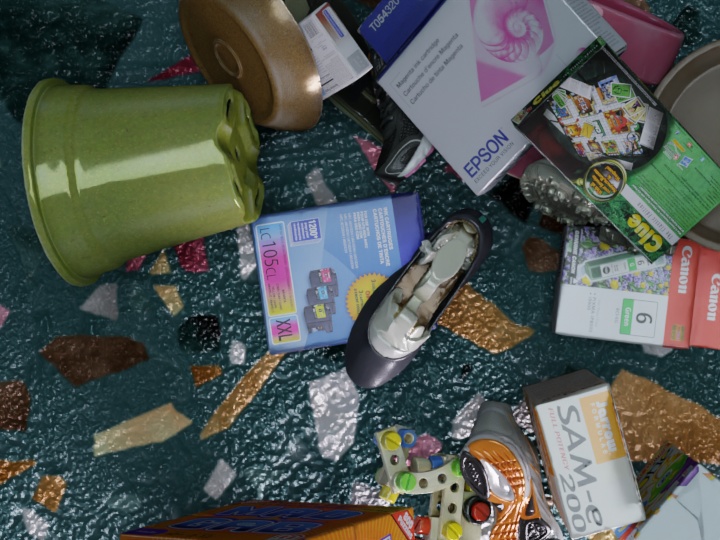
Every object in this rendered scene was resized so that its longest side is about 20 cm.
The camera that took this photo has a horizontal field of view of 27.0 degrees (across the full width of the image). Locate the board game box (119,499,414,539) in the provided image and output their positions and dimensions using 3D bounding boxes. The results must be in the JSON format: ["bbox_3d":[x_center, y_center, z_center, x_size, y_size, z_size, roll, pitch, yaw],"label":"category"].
[{"bbox_3d":[-0.079,0.330,1.387,0.198,0.199,0.202,-4,90,35],"label":"board game box"}]

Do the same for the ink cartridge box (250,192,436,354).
[{"bbox_3d":[0.000,0.000,1.477,0.198,0.076,0.138,-9,90,1],"label":"ink cartridge box"}]

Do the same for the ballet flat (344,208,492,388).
[{"bbox_3d":[0.052,0.025,1.396,0.073,0.073,0.201,38,90,2],"label":"ballet flat"}]

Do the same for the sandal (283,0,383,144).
[{"bbox_3d":[-0.016,-0.195,1.494,0.080,0.057,0.201,-44,103,-17],"label":"sandal"}]

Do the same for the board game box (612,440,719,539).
[{"bbox_3d":[0.307,0.240,1.405,0.105,0.200,0.103,41,91,3],"label":"board game box"}]

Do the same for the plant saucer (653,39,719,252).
[{"bbox_3d":[0.352,-0.113,1.354,0.198,0.029,0.203,-2,83,19],"label":"plant saucer"}]

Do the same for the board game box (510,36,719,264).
[{"bbox_3d":[0.230,-0.101,1.297,0.105,0.024,0.200,-43,119,11],"label":"board game box"}]

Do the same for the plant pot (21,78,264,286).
[{"bbox_3d":[-0.194,-0.096,1.416,0.182,0.200,0.203,-8,90,11],"label":"plant pot"}]

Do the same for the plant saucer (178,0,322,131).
[{"bbox_3d":[-0.115,-0.210,1.428,0.035,0.200,0.201,-37,88,-23],"label":"plant saucer"}]

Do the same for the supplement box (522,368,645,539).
[{"bbox_3d":[0.206,0.168,1.411,0.073,0.200,0.127,-16,89,3],"label":"supplement box"}]

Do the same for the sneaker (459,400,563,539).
[{"bbox_3d":[0.155,0.210,1.449,0.075,0.092,0.201,-7,125,20],"label":"sneaker"}]

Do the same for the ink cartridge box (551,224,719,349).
[{"bbox_3d":[0.294,0.020,1.481,0.198,0.050,0.110,7,89,3],"label":"ink cartridge box"}]

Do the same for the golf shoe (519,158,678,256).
[{"bbox_3d":[0.225,-0.083,1.391,0.199,0.078,0.098,21,82,-42],"label":"golf shoe"}]

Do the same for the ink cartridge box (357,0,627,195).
[{"bbox_3d":[0.105,-0.203,1.339,0.200,0.043,0.196,47,127,6],"label":"ink cartridge box"}]

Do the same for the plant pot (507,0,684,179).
[{"bbox_3d":[0.182,-0.182,1.428,0.198,0.200,0.180,24,106,2],"label":"plant pot"}]

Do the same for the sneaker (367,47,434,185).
[{"bbox_3d":[0.040,-0.178,1.453,0.086,0.080,0.202,24,65,-14],"label":"sneaker"}]

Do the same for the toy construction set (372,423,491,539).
[{"bbox_3d":[0.057,0.255,1.471,0.130,0.092,0.202,9,98,-22],"label":"toy construction set"}]

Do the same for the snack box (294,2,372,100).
[{"bbox_3d":[-0.057,-0.192,1.424,0.024,0.200,0.072,-41,100,-24],"label":"snack box"}]
